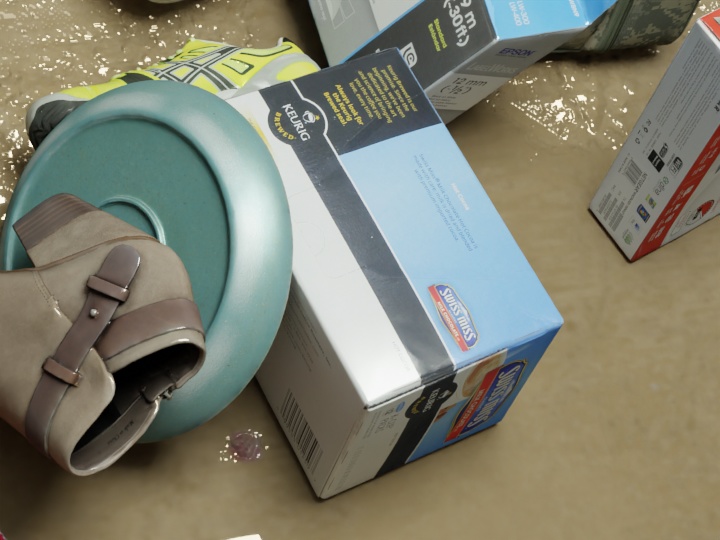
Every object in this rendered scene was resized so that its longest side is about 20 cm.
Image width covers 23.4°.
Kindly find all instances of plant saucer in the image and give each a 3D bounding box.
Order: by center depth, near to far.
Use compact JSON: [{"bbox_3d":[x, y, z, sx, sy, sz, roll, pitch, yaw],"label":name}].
[{"bbox_3d":[-0.127,-0.007,0.950,0.027,0.200,0.201,11,46,-59],"label":"plant saucer"}]

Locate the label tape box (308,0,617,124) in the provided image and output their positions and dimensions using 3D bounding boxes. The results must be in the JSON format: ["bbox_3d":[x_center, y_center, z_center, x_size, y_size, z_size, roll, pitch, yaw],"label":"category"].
[{"bbox_3d":[0.057,-0.185,1.063,0.066,0.200,0.144,-2,68,-43],"label":"label tape box"}]

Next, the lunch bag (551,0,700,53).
[{"bbox_3d":[0.126,-0.248,1.163,0.166,0.140,0.201,-7,62,-17],"label":"lunch bag"}]

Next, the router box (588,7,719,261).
[{"bbox_3d":[0.251,-0.109,1.079,0.179,0.200,0.049,-27,69,-25],"label":"router box"}]

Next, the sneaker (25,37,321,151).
[{"bbox_3d":[-0.112,-0.099,1.068,0.199,0.076,0.077,-6,54,-28],"label":"sneaker"}]

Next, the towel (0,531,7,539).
[{"bbox_3d":[-0.253,0.203,0.884,0.199,0.023,0.145,-33,74,-27],"label":"towel"}]

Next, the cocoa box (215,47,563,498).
[{"bbox_3d":[0.000,0.000,0.995,0.130,0.134,0.201,-20,67,-24],"label":"cocoa box"}]

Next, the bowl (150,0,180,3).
[{"bbox_3d":[-0.115,-0.271,1.157,0.199,0.075,0.200,-32,72,-26],"label":"bowl"}]

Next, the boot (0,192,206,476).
[{"bbox_3d":[-0.174,0.053,0.901,0.200,0.070,0.146,-45,52,5],"label":"boot"}]
